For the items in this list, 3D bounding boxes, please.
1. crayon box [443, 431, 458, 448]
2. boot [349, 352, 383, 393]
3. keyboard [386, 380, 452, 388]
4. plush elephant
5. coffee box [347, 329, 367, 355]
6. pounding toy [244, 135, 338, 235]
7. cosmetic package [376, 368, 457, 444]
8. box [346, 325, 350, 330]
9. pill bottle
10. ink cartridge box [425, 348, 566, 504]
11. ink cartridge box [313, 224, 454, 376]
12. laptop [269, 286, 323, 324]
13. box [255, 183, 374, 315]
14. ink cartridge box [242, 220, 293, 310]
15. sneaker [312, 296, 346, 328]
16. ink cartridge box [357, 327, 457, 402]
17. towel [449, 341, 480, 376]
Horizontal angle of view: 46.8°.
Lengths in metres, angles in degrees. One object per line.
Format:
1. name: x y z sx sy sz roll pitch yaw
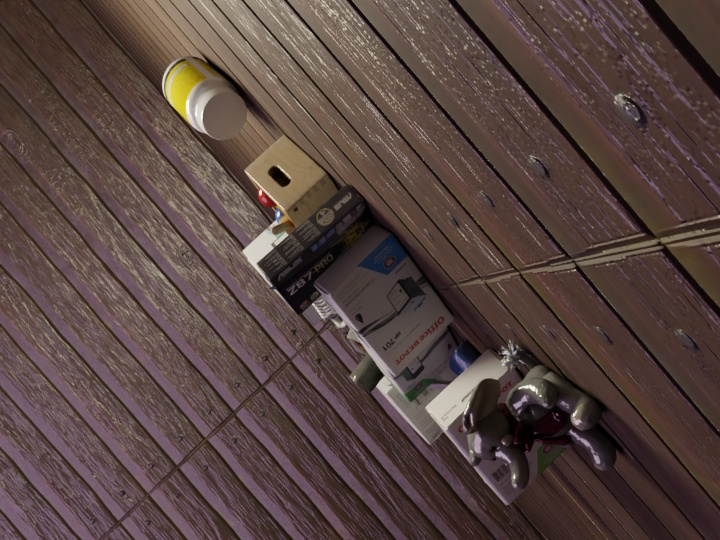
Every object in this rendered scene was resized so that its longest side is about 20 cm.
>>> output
1. crayon box: 0.258 0.337 1.743 0.200 0.127 0.051 48 175 14
2. boot: 0.050 0.144 1.669 0.073 0.200 0.182 44 173 28
3. keyboard: 0.156 0.248 1.801 0.056 0.196 0.011 139 133 -57
4. plush elephant: 0.205 0.202 1.070 0.200 0.155 0.165 44 173 35
5. coffee box: 0.082 0.162 1.810 0.197 0.081 0.113 22 165 17
6. pounding toy: -0.114 -0.115 1.505 0.200 0.142 0.185 44 174 39
7. cosmetic package: 0.157 0.291 2.018 0.165 0.165 0.200 48 175 -2
8. box: -0.021 0.071 2.163 0.197 0.117 0.200 50 173 -13
9. pill bottle: -0.307 -0.339 1.644 0.200 0.114 0.115 43 173 46
10. ink cartridge box: 0.221 0.250 1.337 0.201 0.145 0.084 51 174 -26
11. ink cartridge box: 0.041 0.050 1.387 0.201 0.146 0.086 50 172 -26
12. laptop: -0.081 0.029 1.875 0.201 0.186 0.116 51 -173 -28
13. box: -0.064 -0.032 1.385 0.049 0.199 0.162 46 173 27
14. ink cartridge box: -0.148 -0.038 1.994 0.146 0.200 0.147 41 172 50
15. sneaker: -0.079 0.057 1.817 0.200 0.075 0.082 37 -137 -53
16. ink cartridge box: 0.096 0.142 1.578 0.084 0.146 0.201 44 173 34
17. towel: 0.237 0.218 1.494 0.200 0.048 0.112 48 174 16
